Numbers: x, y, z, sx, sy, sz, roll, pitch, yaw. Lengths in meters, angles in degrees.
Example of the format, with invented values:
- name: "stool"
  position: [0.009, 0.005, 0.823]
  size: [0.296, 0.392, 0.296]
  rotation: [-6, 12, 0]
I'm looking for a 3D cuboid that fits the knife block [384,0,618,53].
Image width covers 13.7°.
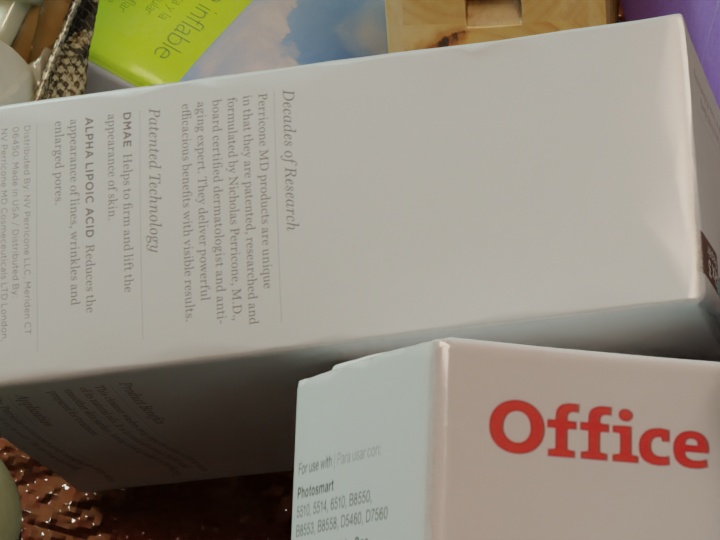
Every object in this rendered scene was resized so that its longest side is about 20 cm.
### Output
- name: "knife block"
  position: [0.047, -0.119, 0.917]
  size: [0.064, 0.176, 0.201]
  rotation: [-3, 93, 9]

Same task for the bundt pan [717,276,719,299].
- name: "bundt pan"
  position: [0.188, 0.012, 0.683]
  size: [0.201, 0.076, 0.202]
  rotation: [21, 21, -8]

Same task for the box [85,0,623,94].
- name: "box"
  position: [-0.027, -0.073, 0.933]
  size: [0.200, 0.048, 0.122]
  rotation: [29, 53, 13]

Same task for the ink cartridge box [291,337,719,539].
- name: "ink cartridge box"
  position: [0.062, 0.121, 0.698]
  size: [0.146, 0.084, 0.201]
  rotation: [5, 80, -22]

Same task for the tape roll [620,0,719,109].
- name: "tape roll"
  position: [0.179, -0.092, 0.876]
  size: [0.199, 0.066, 0.200]
  rotation: [8, 33, -5]

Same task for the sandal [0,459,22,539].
- name: "sandal"
  position: [-0.161, 0.079, 0.677]
  size: [0.080, 0.057, 0.201]
  rotation: [34, 47, 23]

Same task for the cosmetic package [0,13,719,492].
- name: "cosmetic package"
  position: [0.000, 0.000, 0.787]
  size: [0.199, 0.113, 0.081]
  rotation: [-8, 71, 11]

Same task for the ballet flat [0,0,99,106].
- name: "ballet flat"
  position: [-0.105, -0.085, 0.860]
  size: [0.068, 0.075, 0.201]
  rotation: [18, 79, 13]
